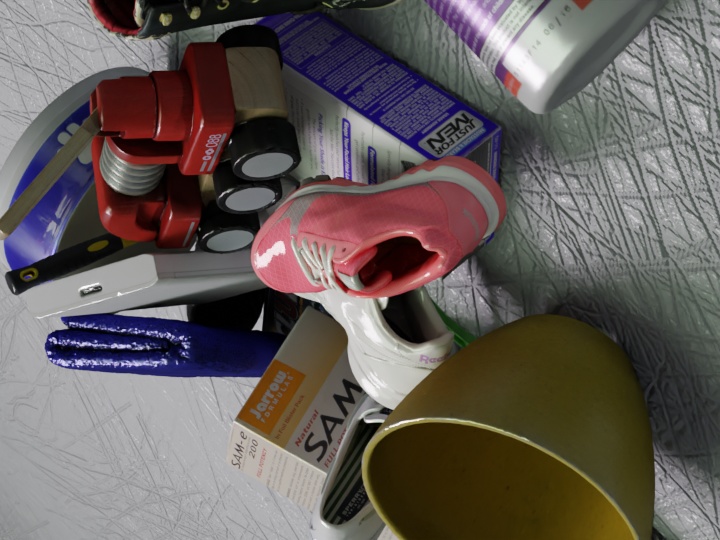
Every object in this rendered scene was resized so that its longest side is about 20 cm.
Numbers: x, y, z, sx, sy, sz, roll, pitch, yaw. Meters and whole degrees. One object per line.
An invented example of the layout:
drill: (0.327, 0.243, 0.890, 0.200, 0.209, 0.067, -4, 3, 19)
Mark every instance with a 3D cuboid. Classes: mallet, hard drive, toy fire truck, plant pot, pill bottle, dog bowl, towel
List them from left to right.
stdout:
dog bowl: (-0.205, -0.061, 1.388, 0.079, 0.200, 0.201, 37, 149, 23)
toy fire truck: (-0.153, -0.069, 1.133, 0.176, 0.198, 0.130, 125, 138, -60)
mallet: (-0.176, -0.018, 1.308, 0.066, 0.199, 0.041, 55, 155, 5)
hard drive: (-0.140, 0.007, 1.298, 0.131, 0.199, 0.027, -15, 84, 34)
towel: (-0.147, 0.061, 1.383, 0.146, 0.200, 0.050, -2, 84, 24)
pill bottle: (0.068, -0.193, 0.922, 0.200, 0.111, 0.112, 47, 152, 8)
plant pot: (0.118, 0.114, 1.146, 0.198, 0.143, 0.201, 18, 142, 15)

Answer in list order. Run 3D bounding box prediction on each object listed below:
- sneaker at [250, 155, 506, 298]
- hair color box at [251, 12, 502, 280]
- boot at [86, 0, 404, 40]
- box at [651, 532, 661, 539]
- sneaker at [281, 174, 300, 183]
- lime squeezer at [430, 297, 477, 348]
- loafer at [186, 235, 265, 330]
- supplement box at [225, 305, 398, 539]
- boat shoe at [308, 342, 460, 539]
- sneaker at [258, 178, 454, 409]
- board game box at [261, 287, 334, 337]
sneaker: (-0.005, -0.017, 1.094, 0.199, 0.087, 0.074, -15, 117, 37)
hair color box: (0.005, -0.094, 1.184, 0.200, 0.065, 0.110, 37, 148, 29)
boot: (-0.069, -0.187, 1.080, 0.203, 0.153, 0.074, 15, 122, 51)
box: (0.187, 0.228, 1.281, 0.200, 0.068, 0.082, 45, 152, 13)
sneaker: (-0.053, -0.058, 1.312, 0.201, 0.075, 0.084, 57, 160, 1)
lime squeezer: (0.089, 0.097, 1.258, 0.037, 0.070, 0.202, -8, 100, 35)
loafer: (-0.110, -0.009, 1.452, 0.067, 0.071, 0.201, 10, 142, -4)
supplement box: (0.011, 0.135, 1.322, 0.199, 0.126, 0.074, 28, 147, 7)
boat shoe: (0.026, 0.123, 1.243, 0.073, 0.201, 0.067, 22, 153, 9)
sneaker: (0.000, 0.000, 1.208, 0.200, 0.075, 0.100, 50, 145, 14)
board game box: (-0.025, 0.060, 1.435, 0.135, 0.035, 0.201, 40, 150, 21)
